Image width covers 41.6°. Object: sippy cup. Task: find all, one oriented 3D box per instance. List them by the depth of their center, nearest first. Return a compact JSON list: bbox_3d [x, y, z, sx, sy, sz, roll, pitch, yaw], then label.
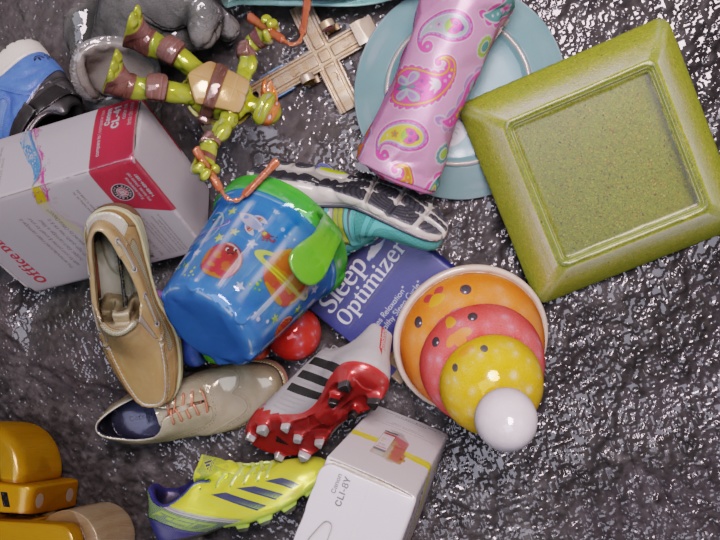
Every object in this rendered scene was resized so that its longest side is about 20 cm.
[{"bbox_3d":[-0.100,0.008,0.830,0.139,0.130,0.178,30,144,9],"label":"sippy cup"}]

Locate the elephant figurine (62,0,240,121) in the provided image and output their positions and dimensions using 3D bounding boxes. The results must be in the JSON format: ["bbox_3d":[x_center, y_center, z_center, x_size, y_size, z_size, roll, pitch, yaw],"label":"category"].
[{"bbox_3d":[-0.222,-0.200,0.897,0.155,0.142,0.200,45,98,1],"label":"elephant figurine"}]

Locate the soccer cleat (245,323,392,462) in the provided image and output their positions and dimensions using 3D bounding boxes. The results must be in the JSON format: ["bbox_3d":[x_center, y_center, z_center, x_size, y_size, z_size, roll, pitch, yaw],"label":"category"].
[{"bbox_3d":[-0.038,0.118,0.897,0.069,0.085,0.200,36,134,-17],"label":"soccer cleat"}]

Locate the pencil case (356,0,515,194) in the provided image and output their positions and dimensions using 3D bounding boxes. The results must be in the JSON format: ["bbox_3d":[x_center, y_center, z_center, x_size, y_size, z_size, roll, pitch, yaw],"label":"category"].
[{"bbox_3d":[0.067,-0.168,0.828,0.087,0.087,0.201,25,99,10],"label":"pencil case"}]

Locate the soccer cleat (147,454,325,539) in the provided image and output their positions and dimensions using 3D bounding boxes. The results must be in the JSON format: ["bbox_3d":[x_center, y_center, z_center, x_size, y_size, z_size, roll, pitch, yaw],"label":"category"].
[{"bbox_3d":[-0.126,0.217,0.946,0.200,0.065,0.084,-23,86,14],"label":"soccer cleat"}]

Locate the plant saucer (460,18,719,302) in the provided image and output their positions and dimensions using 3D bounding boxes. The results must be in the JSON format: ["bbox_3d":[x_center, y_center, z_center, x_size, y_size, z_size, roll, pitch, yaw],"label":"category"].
[{"bbox_3d":[0.214,-0.093,0.835,0.199,0.048,0.201,-22,94,9],"label":"plant saucer"}]

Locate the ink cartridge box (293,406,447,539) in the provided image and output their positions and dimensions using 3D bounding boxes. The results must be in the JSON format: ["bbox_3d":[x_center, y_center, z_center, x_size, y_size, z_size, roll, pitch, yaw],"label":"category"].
[{"bbox_3d":[0.006,0.220,0.845,0.083,0.200,0.146,21,99,11],"label":"ink cartridge box"}]

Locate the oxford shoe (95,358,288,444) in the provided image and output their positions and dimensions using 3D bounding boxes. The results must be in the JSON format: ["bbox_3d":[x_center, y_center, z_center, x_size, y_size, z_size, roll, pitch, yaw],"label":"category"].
[{"bbox_3d":[-0.168,0.139,0.944,0.199,0.074,0.071,-19,88,13],"label":"oxford shoe"}]

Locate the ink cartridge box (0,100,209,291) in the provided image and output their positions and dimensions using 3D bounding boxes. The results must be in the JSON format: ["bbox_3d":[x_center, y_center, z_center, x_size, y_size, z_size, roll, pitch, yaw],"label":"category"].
[{"bbox_3d":[-0.265,-0.068,0.910,0.199,0.148,0.086,-12,55,14],"label":"ink cartridge box"}]

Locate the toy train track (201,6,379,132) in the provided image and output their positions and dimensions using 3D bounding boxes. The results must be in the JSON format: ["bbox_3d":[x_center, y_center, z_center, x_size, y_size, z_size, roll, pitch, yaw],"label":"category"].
[{"bbox_3d":[-0.074,-0.189,0.919,0.200,0.033,0.115,-27,88,13],"label":"toy train track"}]

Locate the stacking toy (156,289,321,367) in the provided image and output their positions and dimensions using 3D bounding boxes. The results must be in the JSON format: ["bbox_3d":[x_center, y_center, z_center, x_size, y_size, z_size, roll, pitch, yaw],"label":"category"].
[{"bbox_3d":[-0.138,0.061,0.932,0.199,0.085,0.086,1,94,9],"label":"stacking toy"}]

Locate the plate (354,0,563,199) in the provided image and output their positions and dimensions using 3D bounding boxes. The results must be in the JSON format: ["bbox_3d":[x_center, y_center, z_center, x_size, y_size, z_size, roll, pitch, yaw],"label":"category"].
[{"bbox_3d":[0.091,-0.165,0.879,0.199,0.026,0.201,1,97,8],"label":"plate"}]

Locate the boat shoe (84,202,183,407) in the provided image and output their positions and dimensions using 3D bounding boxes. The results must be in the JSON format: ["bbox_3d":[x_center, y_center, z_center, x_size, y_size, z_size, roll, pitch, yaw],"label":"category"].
[{"bbox_3d":[-0.213,0.044,0.854,0.071,0.076,0.201,-12,111,3],"label":"boat shoe"}]

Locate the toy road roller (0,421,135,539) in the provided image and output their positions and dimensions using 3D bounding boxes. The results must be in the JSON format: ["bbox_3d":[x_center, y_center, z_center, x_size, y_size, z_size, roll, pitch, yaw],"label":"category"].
[{"bbox_3d":[-0.336,0.232,0.970,0.199,0.123,0.147,2,83,14],"label":"toy road roller"}]

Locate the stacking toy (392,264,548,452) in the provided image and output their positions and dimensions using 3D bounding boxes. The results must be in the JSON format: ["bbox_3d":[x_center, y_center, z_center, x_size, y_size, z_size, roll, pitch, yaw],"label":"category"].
[{"bbox_3d":[0.111,0.089,0.799,0.146,0.200,0.147,-2,108,-6],"label":"stacking toy"}]

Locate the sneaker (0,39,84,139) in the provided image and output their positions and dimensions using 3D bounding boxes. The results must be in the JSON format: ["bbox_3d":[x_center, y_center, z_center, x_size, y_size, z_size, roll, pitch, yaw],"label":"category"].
[{"bbox_3d":[-0.366,-0.128,0.970,0.200,0.077,0.111,-45,74,6],"label":"sneaker"}]

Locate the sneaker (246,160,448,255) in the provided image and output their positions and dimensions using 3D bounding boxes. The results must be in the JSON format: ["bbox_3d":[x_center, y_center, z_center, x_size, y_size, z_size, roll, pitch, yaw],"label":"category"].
[{"bbox_3d":[-0.014,-0.048,0.876,0.199,0.078,0.080,13,115,19],"label":"sneaker"}]

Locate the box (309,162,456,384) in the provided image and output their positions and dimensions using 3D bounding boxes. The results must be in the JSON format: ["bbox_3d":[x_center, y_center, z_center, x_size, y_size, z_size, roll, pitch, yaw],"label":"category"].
[{"bbox_3d":[0.000,0.000,0.918,0.200,0.032,0.121,39,102,9],"label":"box"}]

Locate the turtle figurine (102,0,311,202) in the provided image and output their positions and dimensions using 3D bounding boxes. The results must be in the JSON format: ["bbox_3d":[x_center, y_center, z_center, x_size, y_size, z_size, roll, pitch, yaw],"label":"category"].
[{"bbox_3d":[-0.130,-0.169,0.826,0.161,0.064,0.201,22,79,-12],"label":"turtle figurine"}]

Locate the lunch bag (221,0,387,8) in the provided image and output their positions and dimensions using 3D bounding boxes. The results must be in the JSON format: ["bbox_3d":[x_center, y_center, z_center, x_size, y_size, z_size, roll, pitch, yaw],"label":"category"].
[{"bbox_3d":[-0.034,-0.333,0.850,0.199,0.122,0.171,-1,78,5],"label":"lunch bag"}]
